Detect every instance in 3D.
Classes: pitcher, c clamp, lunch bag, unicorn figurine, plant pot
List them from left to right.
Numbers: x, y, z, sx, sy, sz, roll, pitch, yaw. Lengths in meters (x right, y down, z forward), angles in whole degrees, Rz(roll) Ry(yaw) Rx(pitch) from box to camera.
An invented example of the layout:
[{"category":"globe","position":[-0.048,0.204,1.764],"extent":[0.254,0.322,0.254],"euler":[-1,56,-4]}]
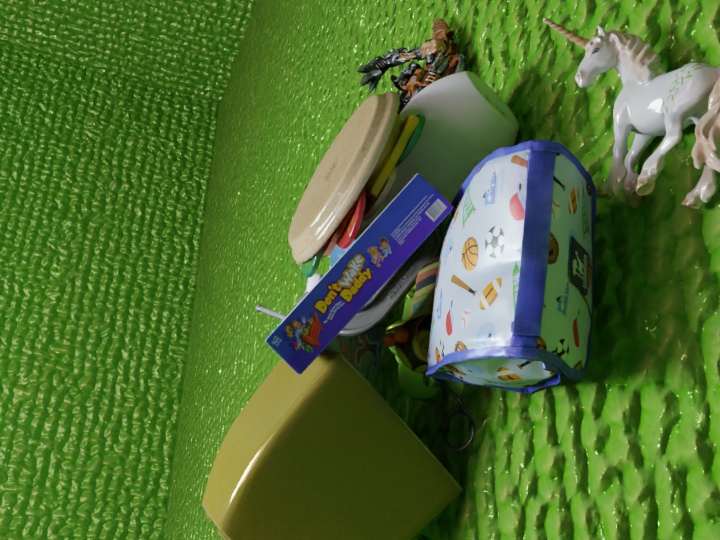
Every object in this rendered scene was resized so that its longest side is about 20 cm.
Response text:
[{"category":"plant pot","position":[-0.054,0.219,0.926],"extent":[0.200,0.196,0.194],"euler":[-44,11,-15]},{"category":"c clamp","position":[-0.008,0.001,1.008],"extent":[0.200,0.027,0.170],"euler":[-44,41,-17]},{"category":"pitcher","position":[0.070,-0.128,0.975],"extent":[0.200,0.121,0.173],"euler":[-44,30,23]},{"category":"lunch bag","position":[0.127,0.006,0.726],"extent":[0.200,0.122,0.173],"euler":[95,-178,-76]},{"category":"unicorn figurine","position":[0.217,-0.120,0.670],"extent":[0.199,0.073,0.140],"euler":[14,91,56]}]

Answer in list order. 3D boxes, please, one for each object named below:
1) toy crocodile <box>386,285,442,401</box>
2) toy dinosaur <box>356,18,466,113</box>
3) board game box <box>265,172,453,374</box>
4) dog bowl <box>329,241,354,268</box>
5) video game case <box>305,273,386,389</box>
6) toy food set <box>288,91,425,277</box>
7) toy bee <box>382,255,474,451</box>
[{"category":"toy crocodile","position":[0.071,0.049,1.009],"extent":[0.068,0.061,0.203],"euler":[61,-145,-61]},{"category":"toy dinosaur","position":[0.085,-0.251,1.137],"extent":[0.134,0.103,0.200],"euler":[-19,19,37]},{"category":"board game box","position":[0.000,0.000,0.838],"extent":[0.200,0.045,0.134],"euler":[-48,1,3]},{"category":"dog bowl","position":[0.012,-0.066,1.180],"extent":[0.112,0.049,0.202],"euler":[68,-150,-50]},{"category":"video game case","position":[-0.026,0.123,1.112],"extent":[0.023,0.182,0.203],"euler":[3,78,31]},{"category":"toy food set","position":[-0.012,-0.086,0.885],"extent":[0.202,0.048,0.198],"euler":[-60,14,1]},{"category":"toy bee","position":[0.076,0.058,0.895],"extent":[0.131,0.108,0.202],"euler":[-44,37,29]}]
